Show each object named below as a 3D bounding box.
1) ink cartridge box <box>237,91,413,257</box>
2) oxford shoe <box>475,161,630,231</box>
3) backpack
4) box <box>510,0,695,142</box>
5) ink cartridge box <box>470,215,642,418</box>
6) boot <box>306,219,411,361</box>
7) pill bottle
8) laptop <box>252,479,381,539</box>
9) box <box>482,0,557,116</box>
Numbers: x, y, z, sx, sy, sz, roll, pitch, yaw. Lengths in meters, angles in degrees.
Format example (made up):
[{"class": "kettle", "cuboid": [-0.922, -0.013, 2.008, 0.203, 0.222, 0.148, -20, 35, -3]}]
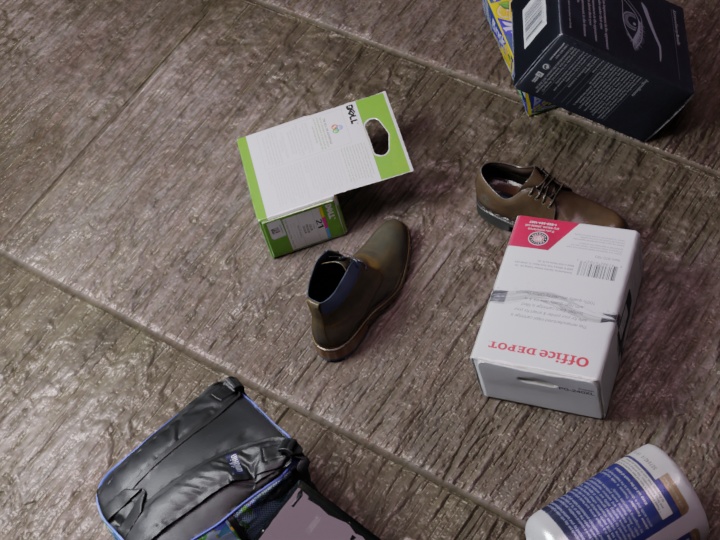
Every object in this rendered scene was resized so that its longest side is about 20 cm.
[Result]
[{"class": "ink cartridge box", "cuboid": [-0.040, -0.120, 1.818, 0.197, 0.076, 0.149, -18, 51, 0]}, {"class": "oxford shoe", "cuboid": [0.219, -0.075, 1.710, 0.198, 0.085, 0.073, 18, 58, 24]}, {"class": "backpack", "cuboid": [-0.157, 0.244, 1.523, 0.199, 0.148, 0.183, -34, 39, -16]}, {"class": "box", "cuboid": [0.289, -0.268, 1.760, 0.198, 0.104, 0.150, 20, 50, -21]}, {"class": "ink cartridge box", "cuboid": [0.220, 0.049, 1.616, 0.143, 0.084, 0.202, 9, 57, 20]}, {"class": "boot", "cuboid": [0.000, 0.000, 1.703, 0.074, 0.097, 0.201, 16, 60, 24]}, {"class": "pill bottle", "cuboid": [0.231, 0.266, 1.435, 0.198, 0.112, 0.111, -30, 52, -9]}, {"class": "laptop", "cuboid": [-0.037, 0.347, 1.405, 0.199, 0.116, 0.188, 35, 67, 12]}, {"class": "box", "cuboid": [0.215, -0.297, 1.888, 0.069, 0.065, 0.202, -18, 52, 1]}]
